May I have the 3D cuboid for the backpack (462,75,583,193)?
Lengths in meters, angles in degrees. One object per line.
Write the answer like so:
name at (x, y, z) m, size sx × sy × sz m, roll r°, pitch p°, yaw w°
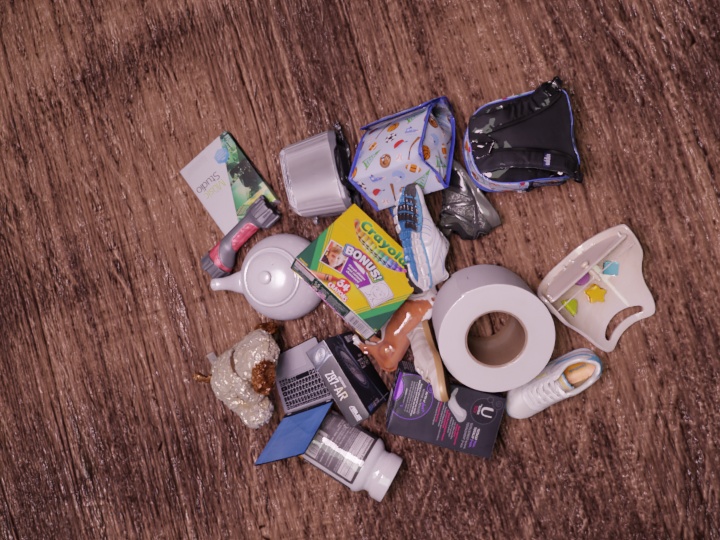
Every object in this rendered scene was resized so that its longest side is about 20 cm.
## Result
backpack at (0.286, -0.232, 1.035) m, size 0.190 × 0.154 × 0.200 m, roll -7°, pitch 80°, yaw -4°

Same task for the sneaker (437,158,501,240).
sneaker at (0.175, -0.141, 1.104) m, size 0.114 × 0.076 × 0.200 m, roll -35°, pitch 87°, yaw 3°

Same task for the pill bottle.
pill bottle at (-0.023, 0.368, 1.128) m, size 0.200 × 0.116 × 0.116 m, roll 29°, pitch 96°, yaw 11°

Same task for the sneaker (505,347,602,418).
sneaker at (0.358, 0.214, 1.054) m, size 0.200 × 0.081 × 0.077 m, roll -37°, pitch 83°, yaw 12°

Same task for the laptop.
laptop at (-0.148, 0.259, 1.111) m, size 0.187 × 0.116 × 0.200 m, roll -30°, pitch 75°, yaw 44°

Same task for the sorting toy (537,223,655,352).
sorting toy at (0.444, 0.048, 1.031) m, size 0.200 × 0.107 × 0.180 m, roll -41°, pitch 93°, yaw -1°

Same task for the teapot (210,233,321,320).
teapot at (-0.164, 0.013, 1.151) m, size 0.197 × 0.146 × 0.200 m, roll 39°, pitch 97°, yaw 11°

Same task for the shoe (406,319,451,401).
shoe at (0.122, 0.166, 1.015) m, size 0.053 × 0.200 × 0.070 m, roll -20°, pitch 120°, yaw 7°

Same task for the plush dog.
plush dog at (-0.224, 0.186, 1.113) m, size 0.172 × 0.160 × 0.200 m, roll -45°, pitch 36°, yaw 30°

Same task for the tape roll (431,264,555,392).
tape roll at (0.236, 0.101, 1.027) m, size 0.202 × 0.139 × 0.203 m, roll 1°, pitch 105°, yaw 3°

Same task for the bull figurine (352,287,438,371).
bull figurine at (0.076, 0.103, 1.133) m, size 0.121 × 0.065 × 0.200 m, roll 31°, pitch 91°, yaw 19°

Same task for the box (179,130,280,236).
box at (-0.289, -0.186, 1.240) m, size 0.144 × 0.036 × 0.200 m, roll -39°, pitch 82°, yaw 11°

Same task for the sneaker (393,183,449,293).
sneaker at (0.120, -0.064, 1.030) m, size 0.087 × 0.075 × 0.200 m, roll -17°, pitch 107°, yaw -27°

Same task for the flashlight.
flashlight at (-0.253, -0.065, 1.193) m, size 0.200 × 0.068 × 0.068 m, roll -41°, pitch 38°, yaw 14°

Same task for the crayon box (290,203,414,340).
crayon box at (0.000, 0.000, 1.058) m, size 0.200 × 0.058 × 0.173 m, roll 43°, pitch 62°, yaw 2°

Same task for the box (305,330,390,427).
box at (-0.018, 0.202, 1.085) m, size 0.044 × 0.200 × 0.160 m, roll -34°, pitch 81°, yaw 11°

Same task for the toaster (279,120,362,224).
toaster at (-0.084, -0.198, 1.151) m, size 0.129 × 0.114 × 0.200 m, roll -14°, pitch 88°, yaw 15°

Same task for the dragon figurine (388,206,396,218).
dragon figurine at (0.093, -0.120, 1.112) m, size 0.059 × 0.099 × 0.200 m, roll -27°, pitch 83°, yaw 12°

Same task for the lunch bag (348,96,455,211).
lunch bag at (0.084, -0.238, 1.069) m, size 0.170 × 0.124 × 0.200 m, roll -12°, pitch 47°, yaw 35°

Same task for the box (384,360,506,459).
box at (0.157, 0.261, 1.070) m, size 0.200 × 0.106 × 0.122 m, roll 15°, pitch 94°, yaw 0°
